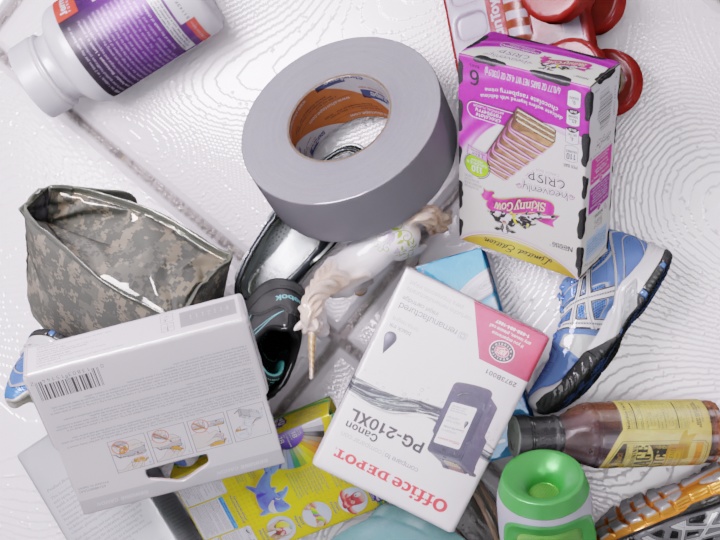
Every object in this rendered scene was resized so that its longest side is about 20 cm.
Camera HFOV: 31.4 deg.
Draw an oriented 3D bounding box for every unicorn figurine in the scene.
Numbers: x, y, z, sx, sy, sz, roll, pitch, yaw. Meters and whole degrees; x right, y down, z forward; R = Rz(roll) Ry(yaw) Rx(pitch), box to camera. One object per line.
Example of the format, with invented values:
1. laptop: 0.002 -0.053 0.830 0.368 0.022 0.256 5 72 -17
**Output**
1. unicorn figurine: 0.000 0.000 1.233 0.074 0.137 0.200 40 95 7

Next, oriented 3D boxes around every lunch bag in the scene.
1. lunch bag: -0.239 0.011 1.249 0.200 0.164 0.118 29 54 8

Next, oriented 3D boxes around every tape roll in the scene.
1. tape roll: -0.011 -0.127 1.228 0.200 0.066 0.200 -11 54 15

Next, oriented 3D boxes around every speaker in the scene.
1. speaker: 0.172 0.264 1.180 0.088 0.088 0.200 -2 123 9

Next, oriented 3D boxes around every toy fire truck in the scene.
1. toy fire truck: 0.169 -0.209 1.240 0.168 0.112 0.200 -13 85 33

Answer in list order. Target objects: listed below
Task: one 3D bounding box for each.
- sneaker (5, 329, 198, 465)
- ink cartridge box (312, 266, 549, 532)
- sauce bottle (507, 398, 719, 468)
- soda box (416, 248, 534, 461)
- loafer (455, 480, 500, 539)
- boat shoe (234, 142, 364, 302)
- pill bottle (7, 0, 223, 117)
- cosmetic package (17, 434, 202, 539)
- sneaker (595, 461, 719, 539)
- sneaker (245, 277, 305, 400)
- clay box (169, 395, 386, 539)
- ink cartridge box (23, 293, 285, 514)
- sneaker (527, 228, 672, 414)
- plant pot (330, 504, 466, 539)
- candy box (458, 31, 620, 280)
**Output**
1. sneaker: -0.247 0.138 1.230 0.200 0.076 0.077 29 62 4
2. ink cartridge box: 0.063 0.117 1.176 0.145 0.084 0.200 26 92 2
3. sauce bottle: 0.238 0.154 1.199 0.200 0.066 0.066 -1 88 -9
4. soda box: 0.116 0.082 1.250 0.068 0.064 0.200 -16 86 8
5. loafer: 0.077 0.200 1.252 0.072 0.063 0.200 -41 83 5
6. boat shoe: -0.054 -0.042 1.282 0.076 0.060 0.200 32 94 9
7. pill bottle: -0.249 -0.241 1.294 0.200 0.111 0.111 -31 84 7
8. cosmetic package: -0.246 0.243 1.299 0.101 0.071 0.200 -33 84 7
9. sneaker: 0.306 0.241 1.210 0.200 0.078 0.077 -24 94 9
10. sneaker: -0.114 0.102 1.253 0.075 0.079 0.200 19 115 -21
11. clay box: -0.073 0.205 1.267 0.200 0.048 0.115 -23 108 7
12. ink cartridge box: -0.183 0.124 1.166 0.200 0.045 0.176 -14 126 -3
13. sneaker: 0.217 0.050 1.233 0.077 0.076 0.200 33 80 17
14. plant pot: 0.038 0.306 1.205 0.200 0.200 0.134 26 66 9
15. candy box: 0.160 -0.105 1.177 0.136 0.061 0.200 20 131 32
